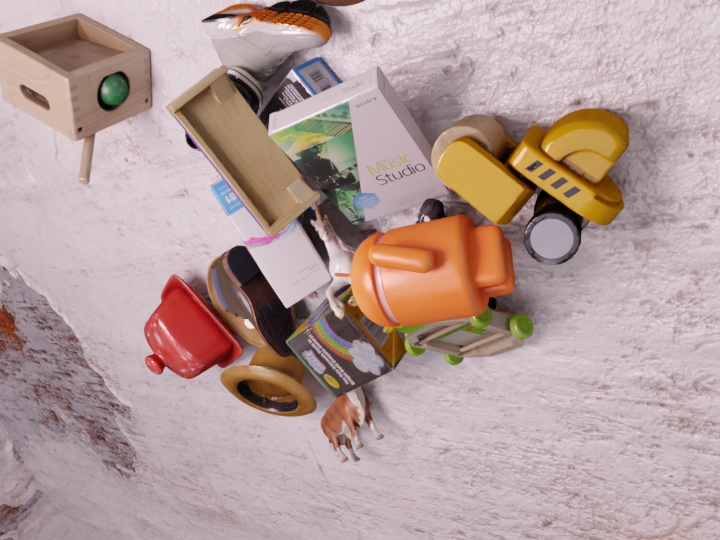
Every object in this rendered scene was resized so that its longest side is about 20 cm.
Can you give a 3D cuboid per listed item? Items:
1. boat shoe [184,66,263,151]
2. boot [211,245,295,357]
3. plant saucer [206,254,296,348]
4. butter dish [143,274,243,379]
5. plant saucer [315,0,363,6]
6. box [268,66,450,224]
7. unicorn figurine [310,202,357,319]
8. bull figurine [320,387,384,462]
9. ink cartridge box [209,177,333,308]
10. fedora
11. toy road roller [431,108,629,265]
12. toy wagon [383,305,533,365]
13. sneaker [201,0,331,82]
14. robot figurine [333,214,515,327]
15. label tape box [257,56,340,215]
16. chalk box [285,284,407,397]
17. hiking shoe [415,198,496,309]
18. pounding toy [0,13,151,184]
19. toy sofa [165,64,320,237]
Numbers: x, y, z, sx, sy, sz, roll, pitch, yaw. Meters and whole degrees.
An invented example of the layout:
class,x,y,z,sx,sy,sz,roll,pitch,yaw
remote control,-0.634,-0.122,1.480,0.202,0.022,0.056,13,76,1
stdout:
class,x,y,z,sx,sy,sz,roll,pitch,yaw
boat shoe,-0.196,-0.219,0.855,0.074,0.063,0.199,37,152,-24
boot,-0.180,0.056,1.024,0.096,0.074,0.202,-14,105,53
plant saucer,-0.188,0.050,1.089,0.198,0.035,0.202,18,130,24
butter dish,-0.348,0.138,1.170,0.200,0.148,0.199,48,150,-4
plant saucer,-0.041,-0.396,0.671,0.198,0.034,0.202,20,130,24
box,0.005,-0.137,0.726,0.143,0.037,0.200,-16,143,25
unicorn figurine,0.000,0.000,0.841,0.198,0.139,0.074,22,132,-29
bull figurine,-0.019,0.264,1.087,0.122,0.064,0.201,66,151,26
ink cartridge box,-0.133,-0.058,0.894,0.201,0.084,0.144,58,174,-14
fedora,-0.160,0.199,1.125,0.198,0.083,0.202,12,147,8
toy road roller,0.190,-0.120,0.646,0.199,0.123,0.147,36,121,5
toy wagon,0.122,0.078,0.806,0.198,0.040,0.155,16,151,-26
sneaker,-0.111,-0.288,0.780,0.198,0.076,0.093,16,138,34
robot figurine,0.072,0.002,0.699,0.198,0.144,0.118,-11,107,25
label tape box,-0.078,-0.166,0.838,0.144,0.066,0.200,48,133,-4
chalk box,-0.018,0.101,0.944,0.125,0.124,0.199,49,136,-6
hiking shoe,0.135,-0.013,0.793,0.099,0.076,0.201,-2,133,26
pounding toy,-0.427,-0.267,0.930,0.199,0.184,0.143,29,133,15
toy sofa,-0.145,-0.144,0.757,0.201,0.083,0.097,53,171,-19
